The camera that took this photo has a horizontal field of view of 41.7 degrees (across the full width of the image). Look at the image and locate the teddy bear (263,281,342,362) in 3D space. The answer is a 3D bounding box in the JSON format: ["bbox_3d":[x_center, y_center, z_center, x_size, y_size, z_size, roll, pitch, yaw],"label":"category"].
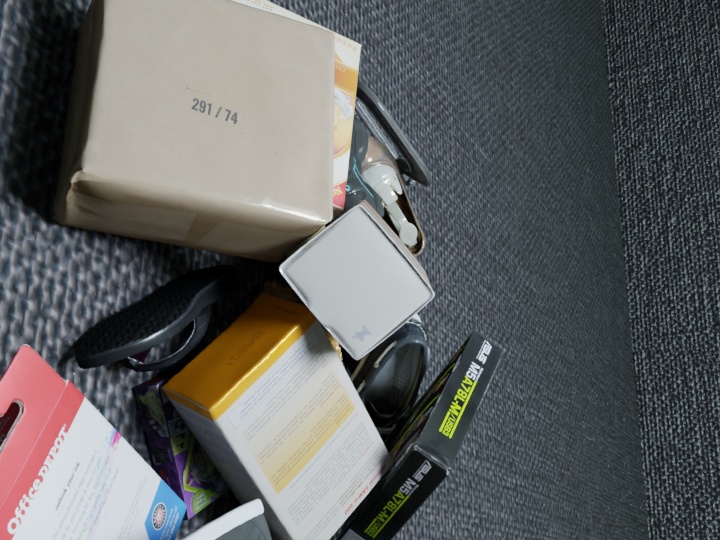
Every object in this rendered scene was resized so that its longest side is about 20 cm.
[{"bbox_3d":[-0.042,0.088,0.957,0.145,0.067,0.200,-95,172,-59],"label":"teddy bear"}]

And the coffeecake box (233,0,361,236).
[{"bbox_3d":[-0.089,-0.152,0.910,0.153,0.073,0.200,20,59,-25],"label":"coffeecake box"}]

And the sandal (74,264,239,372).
[{"bbox_3d":[-0.154,0.045,0.779,0.200,0.075,0.048,-40,120,-61],"label":"sandal"}]

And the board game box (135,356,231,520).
[{"bbox_3d":[-0.123,0.131,0.867,0.200,0.032,0.120,-25,101,-63],"label":"board game box"}]

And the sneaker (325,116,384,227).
[{"bbox_3d":[-0.032,-0.096,1.005,0.079,0.075,0.200,27,38,-38],"label":"sneaker"}]

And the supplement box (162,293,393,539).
[{"bbox_3d":[-0.065,0.137,0.824,0.126,0.073,0.200,-44,127,-28],"label":"supplement box"}]

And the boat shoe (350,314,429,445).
[{"bbox_3d":[0.020,0.138,1.019,0.060,0.075,0.200,-111,-149,-59],"label":"boat shoe"}]

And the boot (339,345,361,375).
[{"bbox_3d":[-0.015,0.092,1.066,0.097,0.075,0.200,-21,90,-56],"label":"boot"}]

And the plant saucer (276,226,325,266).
[{"bbox_3d":[-0.067,-0.061,1.010,0.200,0.035,0.200,46,32,-41],"label":"plant saucer"}]

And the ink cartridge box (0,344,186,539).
[{"bbox_3d":[-0.210,0.155,0.633,0.200,0.067,0.116,60,33,-37],"label":"ink cartridge box"}]

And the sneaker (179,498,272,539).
[{"bbox_3d":[-0.103,0.229,0.646,0.099,0.071,0.200,62,19,9],"label":"sneaker"}]

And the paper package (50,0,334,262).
[{"bbox_3d":[-0.129,-0.119,0.757,0.200,0.103,0.191,11,67,-25],"label":"paper package"}]

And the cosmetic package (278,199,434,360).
[{"bbox_3d":[0.000,0.000,0.843,0.103,0.087,0.200,51,5,-5],"label":"cosmetic package"}]

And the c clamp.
[{"bbox_3d":[0.026,-0.174,1.215,0.200,0.027,0.171,53,-4,-33],"label":"c clamp"}]

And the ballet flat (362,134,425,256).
[{"bbox_3d":[0.037,-0.091,1.212,0.200,0.068,0.067,56,1,-40],"label":"ballet flat"}]

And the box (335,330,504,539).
[{"bbox_3d":[0.058,0.184,0.963,0.047,0.200,0.193,35,37,4],"label":"box"}]
